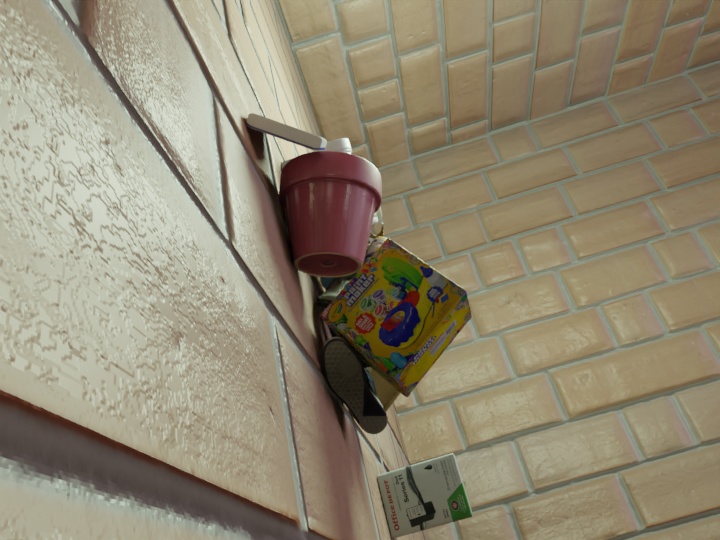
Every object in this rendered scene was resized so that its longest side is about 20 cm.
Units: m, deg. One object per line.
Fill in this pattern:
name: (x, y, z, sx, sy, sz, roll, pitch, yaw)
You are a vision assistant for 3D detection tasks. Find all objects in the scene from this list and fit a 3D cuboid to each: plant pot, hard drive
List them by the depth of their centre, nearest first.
hard drive: (-0.130, -0.254, 1.042, 0.200, 0.130, 0.026, -95, -156, -78)
plant pot: (-0.057, -0.093, 1.044, 0.200, 0.197, 0.181, 67, 21, -68)

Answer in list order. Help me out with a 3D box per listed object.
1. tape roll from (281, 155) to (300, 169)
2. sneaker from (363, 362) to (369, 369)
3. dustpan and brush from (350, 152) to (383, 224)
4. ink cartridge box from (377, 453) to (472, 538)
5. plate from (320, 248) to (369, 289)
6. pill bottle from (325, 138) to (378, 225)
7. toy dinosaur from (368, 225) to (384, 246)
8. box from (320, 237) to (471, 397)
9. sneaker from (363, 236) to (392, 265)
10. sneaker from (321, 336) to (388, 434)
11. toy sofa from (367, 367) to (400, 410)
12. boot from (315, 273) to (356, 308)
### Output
tape roll: (-0.119, -0.162, 1.292, 0.200, 0.065, 0.203, -16, 90, -87)
sneaker: (0.022, 0.108, 1.184, 0.073, 0.111, 0.202, -164, -88, -87)
dustpan and brush: (0.001, -0.211, 1.359, 0.140, 0.056, 0.203, -116, -168, -72)
ink cartridge box: (0.152, 0.539, 1.344, 0.083, 0.198, 0.148, 59, 13, -66)
plate: (0.000, 0.000, 1.345, 0.201, 0.197, 0.026, 70, 8, -55)
pill bottle: (-0.038, -0.188, 1.269, 0.111, 0.110, 0.203, -59, 132, -87)
toy dinosaur: (0.006, -0.070, 1.341, 0.200, 0.105, 0.061, 55, 30, -74)
box: (0.069, 0.086, 1.050, 0.192, 0.200, 0.122, 35, -13, 29)
sneaker: (0.021, 0.021, 1.256, 0.089, 0.074, 0.202, -71, 176, -48)
sneaker: (-0.024, 0.198, 1.075, 0.204, 0.076, 0.146, 65, -3, -18)
toy sofa: (0.060, 0.227, 1.227, 0.082, 0.201, 0.098, 33, 16, -9)
boot: (-0.040, 0.022, 1.185, 0.200, 0.067, 0.132, 153, -40, -86)
